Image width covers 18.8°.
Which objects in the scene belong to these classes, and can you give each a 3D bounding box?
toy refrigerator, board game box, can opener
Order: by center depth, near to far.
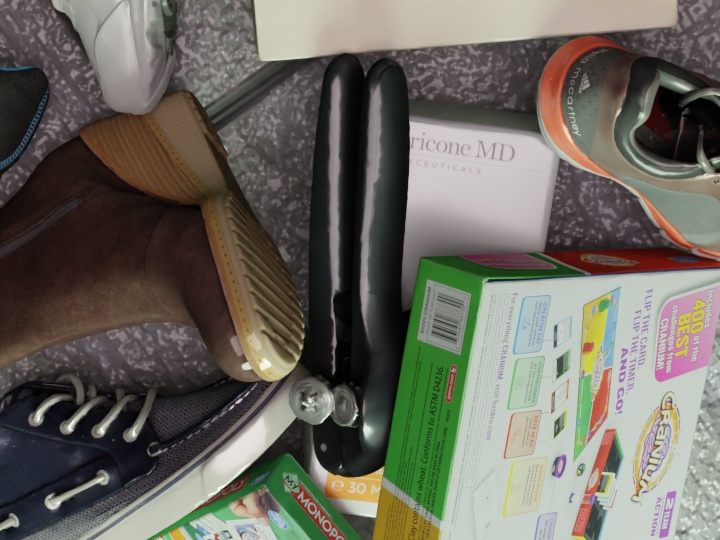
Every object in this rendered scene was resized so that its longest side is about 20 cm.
[{"bbox_3d":[0.000,0.000,1.010,0.063,0.078,0.202,2,101,37],"label":"can opener"},{"bbox_3d":[0.046,-0.140,1.039,0.198,0.076,0.071,-6,103,-4],"label":"toy refrigerator"},{"bbox_3d":[0.094,0.069,1.042,0.199,0.040,0.154,-2,106,-48],"label":"board game box"},{"bbox_3d":[-0.023,0.193,1.093,0.134,0.029,0.200,-27,107,41],"label":"board game box"}]

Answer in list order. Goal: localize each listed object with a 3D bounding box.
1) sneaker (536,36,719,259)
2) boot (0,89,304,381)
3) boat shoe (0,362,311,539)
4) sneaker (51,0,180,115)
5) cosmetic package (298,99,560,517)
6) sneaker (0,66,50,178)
[{"bbox_3d":[0.174,-0.049,1.035,0.199,0.082,0.078,19,86,-36],"label":"sneaker"},{"bbox_3d":[-0.121,0.016,1.009,0.166,0.201,0.072,-33,133,6],"label":"boot"},{"bbox_3d":[-0.122,0.082,1.065,0.199,0.075,0.093,-36,100,15],"label":"boat shoe"},{"bbox_3d":[-0.145,-0.167,1.026,0.099,0.078,0.202,-14,94,5],"label":"sneaker"},{"bbox_3d":[0.032,0.020,1.075,0.101,0.071,0.202,7,101,-6],"label":"cosmetic package"},{"bbox_3d":[-0.239,-0.118,1.033,0.200,0.073,0.082,42,80,-17],"label":"sneaker"}]
